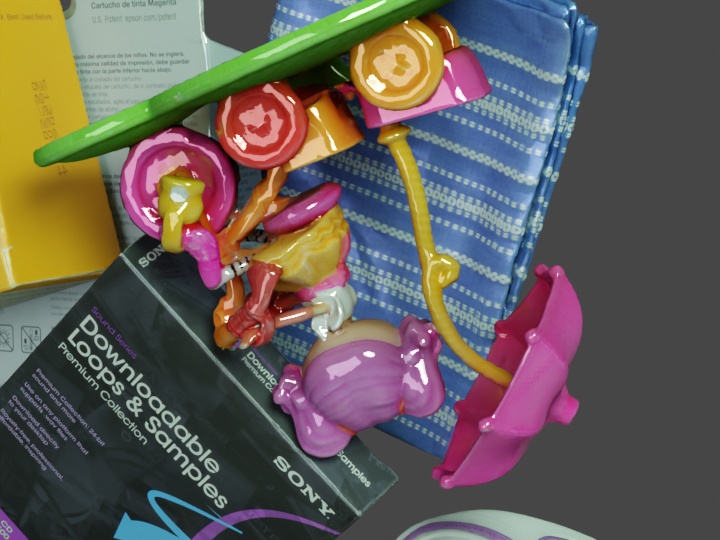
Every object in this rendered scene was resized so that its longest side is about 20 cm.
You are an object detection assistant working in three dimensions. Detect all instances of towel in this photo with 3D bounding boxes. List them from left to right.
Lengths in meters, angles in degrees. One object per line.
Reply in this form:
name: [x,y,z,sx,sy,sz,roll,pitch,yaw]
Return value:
towel: [0.009,-0.034,0.873,0.145,0.024,0.200,22,107,25]

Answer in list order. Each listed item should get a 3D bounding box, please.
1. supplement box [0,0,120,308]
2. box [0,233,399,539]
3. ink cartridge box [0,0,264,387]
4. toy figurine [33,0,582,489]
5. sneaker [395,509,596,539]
supplement box: [-0.210,-0.035,0.914,0.200,0.073,0.126,-16,87,36]
box: [-0.092,0.088,0.891,0.143,0.036,0.200,47,130,1]
ink cartridge box: [-0.130,-0.045,0.928,0.196,0.043,0.200,3,98,34]
toy figurine: [0.000,0.000,0.794,0.200,0.150,0.184,-22,95,12]
sneaker: [0.020,0.162,0.874,0.200,0.100,0.075,-20,51,11]
